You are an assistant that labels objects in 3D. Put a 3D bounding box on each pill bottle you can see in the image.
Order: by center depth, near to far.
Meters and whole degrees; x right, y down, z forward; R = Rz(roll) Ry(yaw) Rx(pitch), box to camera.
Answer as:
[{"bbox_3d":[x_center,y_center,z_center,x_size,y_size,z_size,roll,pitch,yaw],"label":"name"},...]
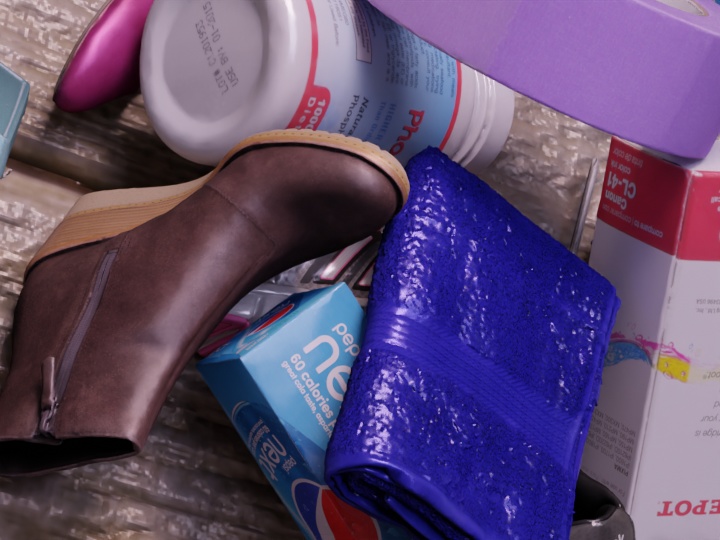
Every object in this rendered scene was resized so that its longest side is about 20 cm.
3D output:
[{"bbox_3d":[-0.011,-0.097,1.343,0.200,0.109,0.109,8,58,-50],"label":"pill bottle"}]

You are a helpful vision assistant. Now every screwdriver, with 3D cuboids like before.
[{"bbox_3d":[0.112,0.012,1.427,0.028,0.029,0.201,28,58,-15],"label":"screwdriver"}]

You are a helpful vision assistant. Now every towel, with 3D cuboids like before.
[{"bbox_3d":[0.061,0.052,1.239,0.148,0.049,0.201,40,44,-30],"label":"towel"}]

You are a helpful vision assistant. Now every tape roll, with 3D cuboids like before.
[{"bbox_3d":[0.099,-0.131,1.302,0.199,0.066,0.200,25,15,-7],"label":"tape roll"}]

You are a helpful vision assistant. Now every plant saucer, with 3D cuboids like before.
[{"bbox_3d":[-0.187,-0.086,1.226,0.070,0.200,0.019,38,96,-11],"label":"plant saucer"}]

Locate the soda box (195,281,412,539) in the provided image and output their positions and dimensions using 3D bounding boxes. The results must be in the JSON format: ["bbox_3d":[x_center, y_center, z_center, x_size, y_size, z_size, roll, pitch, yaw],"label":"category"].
[{"bbox_3d":[0.008,0.108,1.257,0.068,0.064,0.200,-36,99,-22],"label":"soda box"}]

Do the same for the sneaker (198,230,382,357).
[{"bbox_3d":[0.000,0.000,1.341,0.199,0.074,0.088,4,69,-24],"label":"sneaker"}]

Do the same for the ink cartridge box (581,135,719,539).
[{"bbox_3d":[0.191,0.036,1.361,0.147,0.086,0.201,2,107,-30],"label":"ink cartridge box"}]

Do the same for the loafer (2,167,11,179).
[{"bbox_3d":[-0.224,0.007,1.215,0.070,0.075,0.200,50,52,-16],"label":"loafer"}]

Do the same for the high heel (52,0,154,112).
[{"bbox_3d":[-0.077,-0.120,1.363,0.096,0.068,0.200,37,47,6],"label":"high heel"}]

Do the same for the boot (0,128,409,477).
[{"bbox_3d":[-0.078,0.021,1.218,0.072,0.199,0.167,56,35,-38],"label":"boot"}]

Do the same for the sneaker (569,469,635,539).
[{"bbox_3d":[0.108,0.160,1.305,0.066,0.091,0.201,-20,75,-30],"label":"sneaker"}]

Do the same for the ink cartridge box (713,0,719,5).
[{"bbox_3d":[0.199,-0.227,1.579,0.144,0.084,0.200,-31,82,-39],"label":"ink cartridge box"}]
